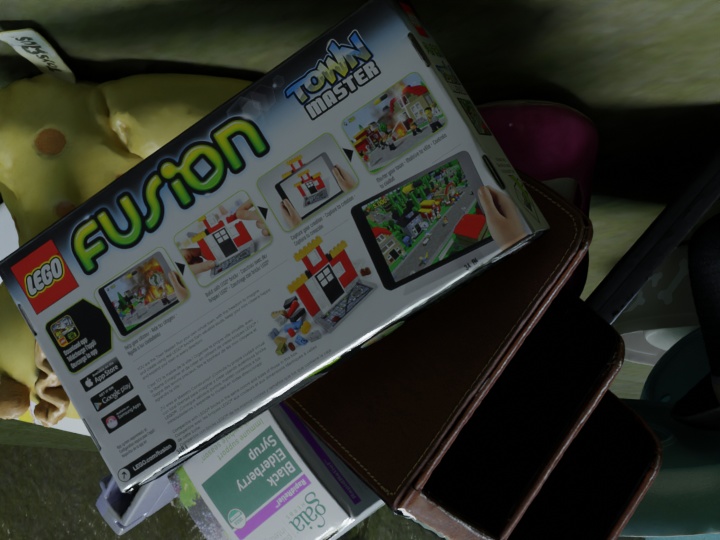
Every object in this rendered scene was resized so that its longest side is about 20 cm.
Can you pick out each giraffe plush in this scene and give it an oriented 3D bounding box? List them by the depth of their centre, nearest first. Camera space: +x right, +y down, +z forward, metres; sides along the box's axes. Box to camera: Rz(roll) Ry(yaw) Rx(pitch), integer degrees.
[{"bbox_3d":[-0.118,-0.004,0.745,0.172,0.163,0.200,-3,167,28],"label":"giraffe plush"}]

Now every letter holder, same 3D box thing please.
[{"bbox_3d":[0.049,0.031,0.702,0.100,0.142,0.200,34,179,-27],"label":"letter holder"}]

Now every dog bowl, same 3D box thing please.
[{"bbox_3d":[0.264,0.026,1.066,0.199,0.059,0.200,2,167,1],"label":"dog bowl"}]

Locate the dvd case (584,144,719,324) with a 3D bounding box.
[{"bbox_3d":[0.143,0.000,0.816,0.018,0.143,0.200,41,172,8],"label":"dvd case"}]

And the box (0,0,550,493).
[{"bbox_3d":[-0.038,-0.009,0.627,0.200,0.110,0.035,-32,174,16],"label":"box"}]

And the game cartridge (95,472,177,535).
[{"bbox_3d":[-0.076,0.077,0.877,0.130,0.038,0.200,-37,172,-29],"label":"game cartridge"}]

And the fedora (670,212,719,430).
[{"bbox_3d":[0.227,0.002,0.790,0.200,0.092,0.201,-25,-178,1],"label":"fedora"}]

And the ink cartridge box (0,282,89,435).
[{"bbox_3d":[-0.202,0.030,0.969,0.199,0.068,0.117,11,125,11],"label":"ink cartridge box"}]

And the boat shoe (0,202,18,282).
[{"bbox_3d":[-0.111,-0.023,0.893,0.199,0.072,0.068,-6,-171,-2],"label":"boat shoe"}]

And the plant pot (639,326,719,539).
[{"bbox_3d":[0.239,0.105,0.933,0.200,0.200,0.135,-11,126,48],"label":"plant pot"}]

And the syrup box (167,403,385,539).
[{"bbox_3d":[-0.009,0.095,0.866,0.079,0.082,0.200,-42,170,27],"label":"syrup box"}]

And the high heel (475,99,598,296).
[{"bbox_3d":[0.083,-0.020,0.789,0.067,0.096,0.200,2,168,6],"label":"high heel"}]

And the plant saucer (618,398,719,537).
[{"bbox_3d":[0.125,0.093,0.795,0.199,0.028,0.200,0,-172,0],"label":"plant saucer"}]
